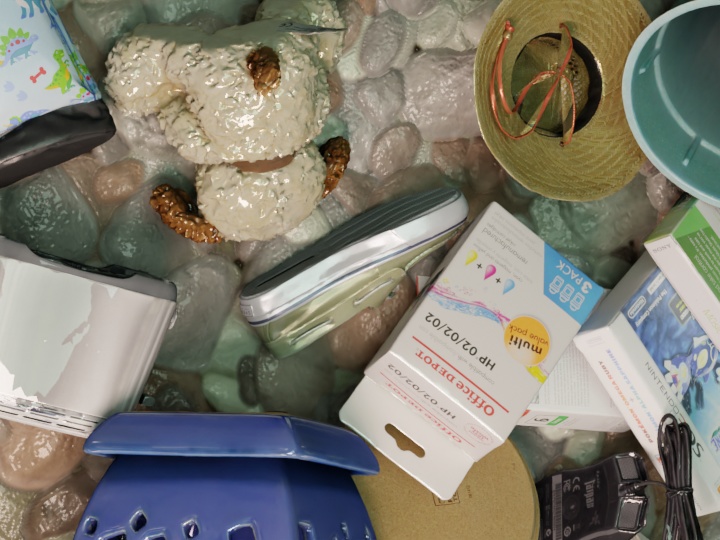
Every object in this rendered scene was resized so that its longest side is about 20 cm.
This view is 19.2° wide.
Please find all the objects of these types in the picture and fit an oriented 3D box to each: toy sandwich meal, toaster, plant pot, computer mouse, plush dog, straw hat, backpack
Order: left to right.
[{"bbox_3d":[-0.286,-0.167,1.561,0.162,0.154,0.201,-21,85,-10],"label":"backpack"},{"bbox_3d":[-0.240,0.046,1.585,0.199,0.114,0.130,16,89,-19],"label":"toaster"},{"bbox_3d":[-0.095,0.198,1.565,0.199,0.200,0.181,-1,81,22],"label":"plant pot"},{"bbox_3d":[-0.079,-0.103,1.629,0.199,0.160,0.173,-17,120,-17],"label":"plush dog"},{"bbox_3d":[0.050,0.193,1.702,0.204,0.070,0.206,12,59,-20],"label":"toy sandwich meal"},{"bbox_3d":[0.145,-0.149,1.717,0.200,0.085,0.202,0,91,-35],"label":"straw hat"},{"bbox_3d":[0.206,0.211,1.685,0.046,0.200,0.141,18,56,-32],"label":"computer mouse"},{"bbox_3d":[0.332,-0.181,1.705,0.200,0.200,0.196,46,43,-14],"label":"plant pot"}]

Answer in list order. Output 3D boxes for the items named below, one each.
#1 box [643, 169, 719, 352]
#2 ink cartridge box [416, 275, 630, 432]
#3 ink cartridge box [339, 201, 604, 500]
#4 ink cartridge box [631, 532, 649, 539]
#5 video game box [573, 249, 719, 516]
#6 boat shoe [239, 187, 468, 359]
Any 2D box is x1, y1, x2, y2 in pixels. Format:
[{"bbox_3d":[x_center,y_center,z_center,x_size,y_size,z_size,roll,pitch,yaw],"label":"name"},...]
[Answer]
[{"bbox_3d":[0.327,-0.026,1.765,0.145,0.036,0.200,53,49,-12],"label":"box"},{"bbox_3d":[0.133,0.068,1.725,0.199,0.050,0.110,5,71,-18],"label":"ink cartridge box"},{"bbox_3d":[0.086,0.063,1.644,0.115,0.068,0.200,37,65,-3],"label":"ink cartridge box"},{"bbox_3d":[0.251,0.329,1.744,0.200,0.084,0.146,38,102,-15],"label":"ink cartridge box"},{"bbox_3d":[0.278,0.071,1.745,0.200,0.047,0.183,-45,108,-41],"label":"video game box"},{"bbox_3d":[0.000,0.000,1.692,0.199,0.072,0.062,-27,110,-5],"label":"boat shoe"}]
